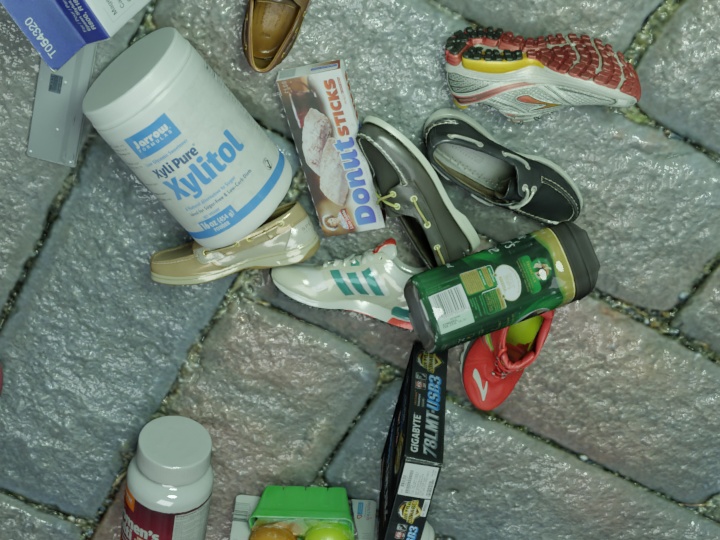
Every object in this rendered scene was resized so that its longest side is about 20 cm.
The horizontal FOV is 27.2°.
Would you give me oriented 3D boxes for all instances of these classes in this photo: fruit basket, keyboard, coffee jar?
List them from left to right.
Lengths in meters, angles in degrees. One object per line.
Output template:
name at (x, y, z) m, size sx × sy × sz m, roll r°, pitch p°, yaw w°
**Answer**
keyboard at (-0.314, -0.196, 1.577) m, size 0.056 × 0.011 × 0.201 m, roll 17°, pitch 126°, yaw -1°
fruit basket at (-0.076, 0.368, 1.855) m, size 0.183 × 0.201 × 0.094 m, roll 0°, pitch 142°, yaw 4°
coffee jar at (0.150, 0.016, 1.576) m, size 0.198 × 0.104 × 0.086 m, roll -19°, pitch 82°, yaw -10°

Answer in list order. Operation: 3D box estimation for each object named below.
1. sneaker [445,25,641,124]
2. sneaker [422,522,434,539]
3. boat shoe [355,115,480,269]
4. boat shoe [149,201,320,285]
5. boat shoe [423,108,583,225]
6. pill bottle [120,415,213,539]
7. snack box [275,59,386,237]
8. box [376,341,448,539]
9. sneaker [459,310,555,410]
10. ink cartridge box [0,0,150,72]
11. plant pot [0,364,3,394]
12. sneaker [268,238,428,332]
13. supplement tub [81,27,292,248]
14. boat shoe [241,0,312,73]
sneaker at (0.183, -0.191, 1.500) m, size 0.198 × 0.078 × 0.083 m, roll 10°, pitch 132°, yaw 10°
sneaker at (0.082, 0.395, 1.944) m, size 0.115 × 0.074 × 0.201 m, roll 19°, pitch 136°, yaw -11°
boat shoe at (0.053, -0.075, 1.582) m, size 0.061 × 0.072 × 0.201 m, roll -47°, pitch 119°, yaw -14°
boat shoe at (-0.145, -0.036, 1.647) m, size 0.198 × 0.074 × 0.070 m, roll -12°, pitch 113°, yaw 12°
boat shoe at (0.151, -0.098, 1.572) m, size 0.199 × 0.061 × 0.074 m, roll 34°, pitch 121°, yaw -19°
pill bottle at (-0.241, 0.285, 1.862) m, size 0.109 × 0.110 × 0.201 m, roll 10°, pitch 127°, yaw -2°
snack box at (-0.029, -0.128, 1.590) m, size 0.071 × 0.024 × 0.201 m, roll -9°, pitch 125°, yaw 11°
box at (0.058, 0.222, 1.732) m, size 0.049 × 0.201 × 0.200 m, roll 12°, pitch 128°, yaw -4°
sneaker at (0.165, 0.091, 1.696) m, size 0.076 × 0.085 × 0.201 m, roll 17°, pitch 126°, yaw -7°
ink cartridge box at (-0.263, -0.320, 1.377) m, size 0.043 × 0.200 × 0.197 m, roll 10°, pitch 142°, yaw 50°
plant pot at (-0.539, 0.170, 1.763) m, size 0.198 × 0.180 × 0.201 m, roll 2°, pitch 126°, yaw 3°
sneaker at (0.000, 0.000, 1.666) m, size 0.198 × 0.070 × 0.094 m, roll 15°, pitch 109°, yaw -3°
supplement tub at (-0.175, -0.133, 1.533) m, size 0.131 × 0.132 × 0.200 m, roll -28°, pitch 120°, yaw 24°
boat shoe at (-0.073, -0.282, 1.452) m, size 0.071 × 0.068 × 0.201 m, roll 14°, pitch 126°, yaw -5°
